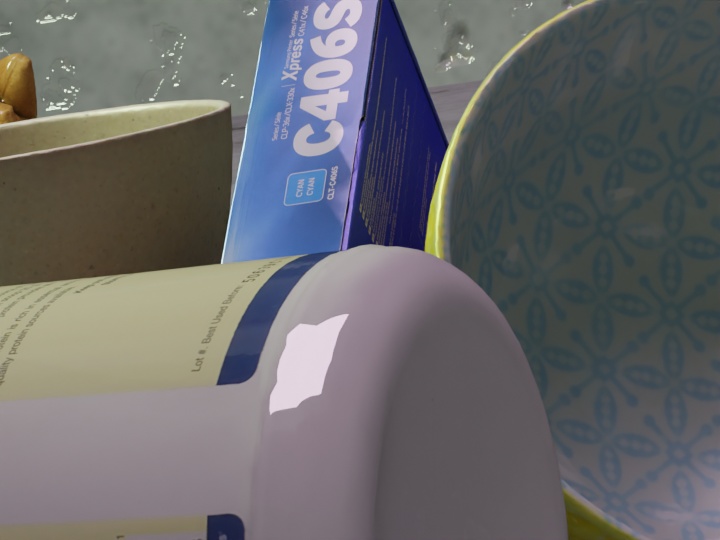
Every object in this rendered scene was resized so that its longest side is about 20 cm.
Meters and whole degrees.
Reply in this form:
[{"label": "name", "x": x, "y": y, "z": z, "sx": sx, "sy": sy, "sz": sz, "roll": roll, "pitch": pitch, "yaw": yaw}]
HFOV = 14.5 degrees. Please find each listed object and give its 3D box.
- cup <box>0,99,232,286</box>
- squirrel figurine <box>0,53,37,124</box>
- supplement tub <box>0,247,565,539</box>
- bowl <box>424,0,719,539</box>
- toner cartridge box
[{"label": "cup", "x": -0.146, "y": 0.011, "z": 1.269, "sx": 0.199, "sy": 0.144, "sz": 0.200, "roll": -8, "pitch": 8, "yaw": 1}, {"label": "squirrel figurine", "x": -0.300, "y": -0.037, "z": 1.949, "sx": 0.199, "sy": 0.142, "sz": 0.187, "roll": -20, "pitch": 11, "yaw": 33}, {"label": "supplement tub", "x": -0.065, "y": 0.074, "z": 0.664, "sx": 0.199, "sy": 0.146, "sz": 0.145, "roll": -5, "pitch": 8, "yaw": 24}, {"label": "bowl", "x": 0.103, "y": 0.021, "z": 0.893, "sx": 0.199, "sy": 0.201, "sz": 0.108, "roll": -12, "pitch": -21, "yaw": -22}, {"label": "toner cartridge box", "x": -0.009, "y": 0.013, "z": 0.891, "sx": 0.043, "sy": 0.095, "sz": 0.201, "roll": -7, "pitch": 48, "yaw": 17}]
